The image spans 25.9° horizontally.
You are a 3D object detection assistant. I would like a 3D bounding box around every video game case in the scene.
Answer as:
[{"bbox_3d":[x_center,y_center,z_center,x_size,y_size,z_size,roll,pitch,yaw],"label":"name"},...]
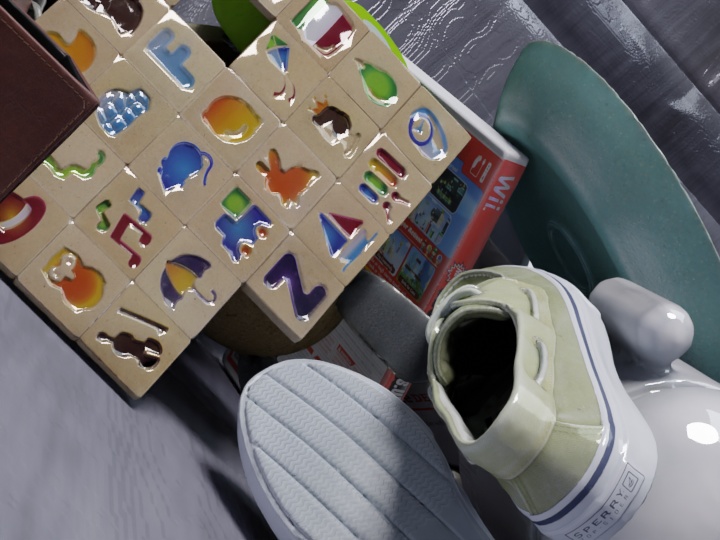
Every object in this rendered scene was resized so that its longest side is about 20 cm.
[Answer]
[{"bbox_3d":[0.000,0.000,0.801,0.017,0.201,0.143,15,20,-34],"label":"video game case"}]

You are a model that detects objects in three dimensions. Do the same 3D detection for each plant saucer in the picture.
[{"bbox_3d":[0.115,-0.013,0.758,0.201,0.036,0.200,59,-9,14],"label":"plant saucer"}]

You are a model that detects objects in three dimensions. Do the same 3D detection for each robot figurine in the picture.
[{"bbox_3d":[0.111,0.091,0.646,0.200,0.112,0.171,-142,-132,-71],"label":"robot figurine"}]

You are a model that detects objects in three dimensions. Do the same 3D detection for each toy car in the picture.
[{"bbox_3d":[-0.038,-0.013,0.740,0.157,0.164,0.201,14,43,-60],"label":"toy car"}]

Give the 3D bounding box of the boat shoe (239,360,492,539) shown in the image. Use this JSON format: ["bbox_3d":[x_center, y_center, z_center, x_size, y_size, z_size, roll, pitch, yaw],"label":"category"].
[{"bbox_3d":[0.019,0.117,0.593,0.200,0.072,0.062,47,-29,31],"label":"boat shoe"}]

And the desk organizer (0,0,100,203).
[{"bbox_3d":[-0.184,-0.102,0.512,0.200,0.077,0.072,45,1,-28],"label":"desk organizer"}]

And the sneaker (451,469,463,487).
[{"bbox_3d":[0.075,0.180,0.717,0.200,0.077,0.085,40,20,-12],"label":"sneaker"}]

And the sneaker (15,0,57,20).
[{"bbox_3d":[-0.189,-0.137,0.896,0.077,0.082,0.200,12,26,-43],"label":"sneaker"}]

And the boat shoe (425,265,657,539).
[{"bbox_3d":[0.056,0.033,0.593,0.062,0.072,0.200,41,6,-18],"label":"boat shoe"}]

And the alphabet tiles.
[{"bbox_3d":[-0.064,-0.051,0.644,0.167,0.200,0.008,46,-29,-9],"label":"alphabet tiles"}]

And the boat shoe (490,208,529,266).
[{"bbox_3d":[0.009,-0.043,0.889,0.199,0.071,0.070,24,-1,17],"label":"boat shoe"}]

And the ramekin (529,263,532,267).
[{"bbox_3d":[0.053,0.053,0.967,0.199,0.098,0.202,22,-46,24],"label":"ramekin"}]

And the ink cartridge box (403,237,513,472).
[{"bbox_3d":[0.072,0.072,0.815,0.200,0.068,0.116,48,-27,-17],"label":"ink cartridge box"}]
